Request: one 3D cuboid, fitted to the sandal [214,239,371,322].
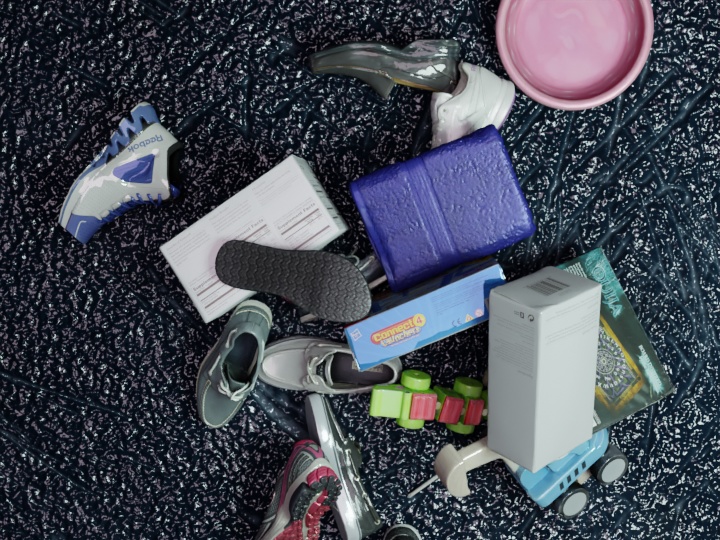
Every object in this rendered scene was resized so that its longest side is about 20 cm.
[{"bbox_3d":[-0.075,0.007,1.238,0.197,0.045,0.076,16,90,16],"label":"sandal"}]

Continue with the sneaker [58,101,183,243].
[{"bbox_3d":[-0.298,-0.108,1.380,0.115,0.081,0.201,36,93,4],"label":"sneaker"}]

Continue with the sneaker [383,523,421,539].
[{"bbox_3d":[0.062,0.440,1.359,0.072,0.112,0.204,-13,91,6],"label":"sneaker"}]

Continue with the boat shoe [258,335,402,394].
[{"bbox_3d":[-0.044,0.129,1.377,0.196,0.066,0.073,7,93,4],"label":"boat shoe"}]

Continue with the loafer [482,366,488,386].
[{"bbox_3d":[0.245,0.099,1.347,0.199,0.076,0.068,-36,76,5],"label":"loafer"}]

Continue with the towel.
[{"bbox_3d":[0.100,-0.077,1.294,0.197,0.050,0.150,-22,99,9],"label":"towel"}]

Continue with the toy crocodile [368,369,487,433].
[{"bbox_3d":[0.103,0.172,1.349,0.197,0.062,0.069,8,100,-23],"label":"toy crocodile"}]

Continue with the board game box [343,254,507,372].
[{"bbox_3d":[0.082,0.044,1.298,0.197,0.196,0.057,-23,95,4],"label":"board game box"}]

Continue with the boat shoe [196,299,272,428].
[{"bbox_3d":[-0.168,0.133,1.359,0.072,0.062,0.202,20,118,-11],"label":"boat shoe"}]

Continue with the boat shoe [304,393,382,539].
[{"bbox_3d":[-0.023,0.255,1.387,0.056,0.069,0.203,-17,92,-15],"label":"boat shoe"}]

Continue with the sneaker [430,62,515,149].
[{"bbox_3d":[0.113,-0.168,1.342,0.099,0.075,0.202,29,89,-15],"label":"sneaker"}]

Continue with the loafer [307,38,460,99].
[{"bbox_3d":[0.030,-0.257,1.356,0.196,0.073,0.074,-1,97,6],"label":"loafer"}]

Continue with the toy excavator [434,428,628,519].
[{"bbox_3d":[0.203,0.224,1.293,0.194,0.100,0.200,-42,129,2],"label":"toy excavator"}]

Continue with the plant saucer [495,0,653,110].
[{"bbox_3d":[0.270,-0.305,1.345,0.197,0.051,0.205,0,92,5],"label":"plant saucer"}]

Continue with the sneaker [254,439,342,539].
[{"bbox_3d":[-0.086,0.306,1.370,0.201,0.080,0.075,-59,43,30],"label":"sneaker"}]

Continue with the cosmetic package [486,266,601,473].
[{"bbox_3d":[0.206,0.111,1.195,0.081,0.112,0.203,24,122,44],"label":"cosmetic package"}]

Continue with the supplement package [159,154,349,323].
[{"bbox_3d":[-0.128,-0.042,1.332,0.198,0.156,0.112,-33,91,5],"label":"supplement package"}]

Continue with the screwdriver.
[{"bbox_3d":[0.132,0.244,1.364,0.199,0.029,0.028,-41,93,19],"label":"screwdriver"}]

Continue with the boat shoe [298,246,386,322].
[{"bbox_3d":[0.000,0.000,1.365,0.198,0.075,0.062,-30,92,3],"label":"boat shoe"}]

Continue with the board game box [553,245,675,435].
[{"bbox_3d":[0.283,0.086,1.293,0.134,0.028,0.202,-22,79,-16],"label":"board game box"}]
